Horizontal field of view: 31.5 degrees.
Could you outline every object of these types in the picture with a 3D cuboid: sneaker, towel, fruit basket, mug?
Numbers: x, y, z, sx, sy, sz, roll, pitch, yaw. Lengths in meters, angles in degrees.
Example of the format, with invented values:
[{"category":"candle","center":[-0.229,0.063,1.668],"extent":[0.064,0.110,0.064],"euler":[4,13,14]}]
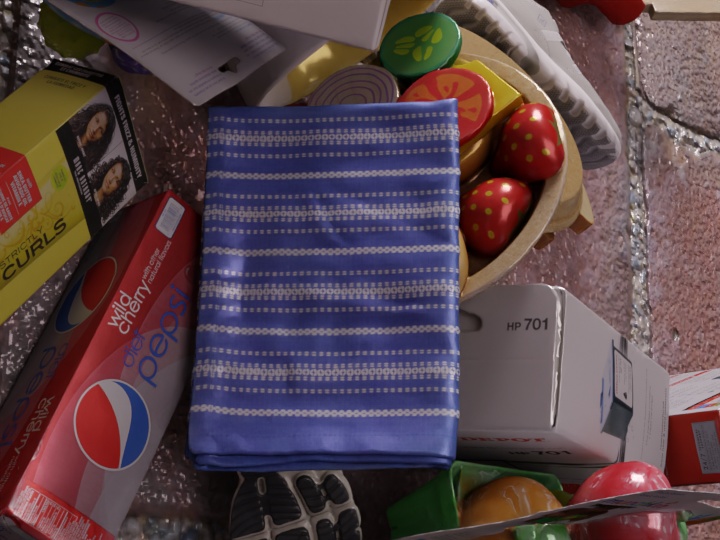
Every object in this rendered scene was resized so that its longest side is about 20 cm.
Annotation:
[{"category":"sneaker","center":[-0.041,0.111,0.747],"extent":[0.076,0.080,0.204],"euler":[-4,100,-4]},{"category":"sneaker","center":[0.145,-0.162,0.995],"extent":[0.200,0.074,0.083],"euler":[46,53,-25]},{"category":"towel","center":[-0.019,0.005,0.670],"extent":[0.024,0.142,0.203],"euler":[66,25,-71]},{"category":"fruit basket","center":[0.122,0.155,0.723],"extent":[0.184,0.198,0.095],"euler":[18,65,-51]},{"category":"mug","center":[-0.048,-0.198,0.799],"extent":[0.148,0.187,0.154],"euler":[-34,90,-10]}]

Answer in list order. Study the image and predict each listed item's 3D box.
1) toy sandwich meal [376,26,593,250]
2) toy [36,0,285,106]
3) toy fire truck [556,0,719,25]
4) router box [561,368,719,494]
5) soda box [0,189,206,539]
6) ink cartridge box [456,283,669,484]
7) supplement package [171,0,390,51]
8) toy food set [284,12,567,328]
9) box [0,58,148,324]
[{"category":"toy sandwich meal","center":[0.079,-0.091,0.900],"extent":[0.203,0.070,0.207],"euler":[28,38,-24]},{"category":"toy","center":[-0.149,-0.147,0.685],"extent":[0.199,0.047,0.115],"euler":[37,32,3]},{"category":"toy fire truck","center":[0.234,-0.292,1.094],"extent":[0.199,0.127,0.179],"euler":[35,57,-46]},{"category":"router box","center":[0.246,0.113,0.951],"extent":[0.198,0.178,0.050],"euler":[-13,88,-44]},{"category":"soda box","center":[-0.137,0.058,0.675],"extent":[0.063,0.069,0.202],"euler":[42,53,-29]},{"category":"ink cartridge box","center":[0.095,0.078,0.801],"extent":[0.199,0.144,0.087],"euler":[28,64,-56]},{"category":"supplement package","center":[-0.069,-0.207,0.630],"extent":[0.197,0.121,0.122],"euler":[13,32,-3]},{"category":"toy food set","center":[0.023,-0.057,0.752],"extent":[0.199,0.198,0.049],"euler":[-39,141,-6]},{"category":"box","center":[-0.190,-0.021,0.641],"extent":[0.200,0.049,0.076],"euler":[-50,145,-39]}]
